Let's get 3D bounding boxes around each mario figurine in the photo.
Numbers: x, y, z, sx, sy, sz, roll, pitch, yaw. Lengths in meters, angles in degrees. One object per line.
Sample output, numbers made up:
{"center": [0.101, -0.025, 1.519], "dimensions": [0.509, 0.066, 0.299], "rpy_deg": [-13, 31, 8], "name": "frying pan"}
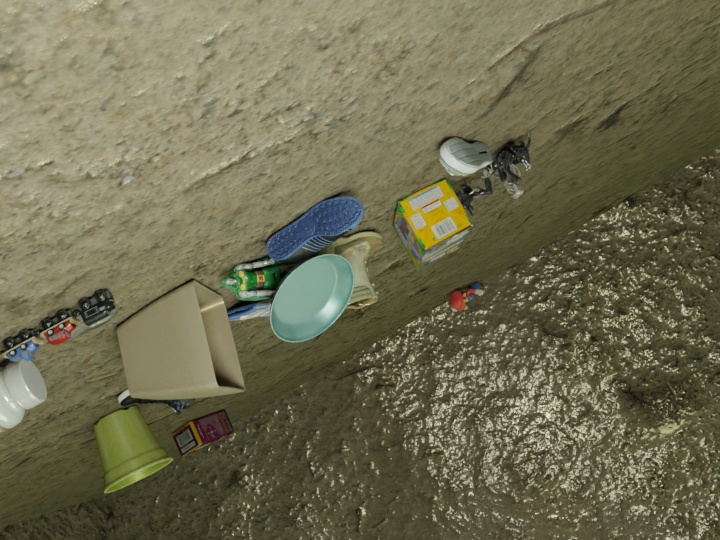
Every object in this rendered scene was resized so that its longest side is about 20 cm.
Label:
{"center": [0.472, 0.130, 3.149], "dimensions": [0.199, 0.105, 0.125], "rpy_deg": [-27, 135, -43], "name": "mario figurine"}

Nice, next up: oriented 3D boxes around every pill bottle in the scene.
{"center": [-0.635, 0.228, 1.187], "dimensions": [0.198, 0.112, 0.111], "rpy_deg": [-27, 167, -5], "name": "pill bottle"}

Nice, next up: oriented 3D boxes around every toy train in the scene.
{"center": [-0.483, 0.094, 1.141], "dimensions": [0.198, 0.046, 0.034], "rpy_deg": [-28, 167, -2], "name": "toy train"}

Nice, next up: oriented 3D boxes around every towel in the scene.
{"center": [-0.195, 0.089, 1.625], "dimensions": [0.198, 0.024, 0.146], "rpy_deg": [-2, 170, -41], "name": "towel"}

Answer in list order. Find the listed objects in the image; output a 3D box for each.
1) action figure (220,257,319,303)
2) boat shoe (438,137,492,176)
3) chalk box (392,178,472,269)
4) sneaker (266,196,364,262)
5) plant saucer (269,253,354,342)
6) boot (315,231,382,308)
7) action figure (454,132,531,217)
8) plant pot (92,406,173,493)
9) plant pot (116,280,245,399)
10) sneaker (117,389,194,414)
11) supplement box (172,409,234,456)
{"center": [-0.178, 0.015, 1.385], "dimensions": [0.198, 0.120, 0.055], "rpy_deg": [-7, 172, -32], "name": "action figure"}
{"center": [0.193, -0.205, 1.353], "dimensions": [0.062, 0.072, 0.199], "rpy_deg": [-38, 167, 28], "name": "boat shoe"}
{"center": [0.154, -0.094, 1.587], "dimensions": [0.123, 0.125, 0.200], "rpy_deg": [-27, 168, -9], "name": "chalk box"}
{"center": [-0.077, -0.075, 1.310], "dimensions": [0.198, 0.071, 0.078], "rpy_deg": [-24, 171, 15], "name": "sneaker"}
{"center": [-0.100, 0.047, 1.389], "dimensions": [0.199, 0.036, 0.202], "rpy_deg": [-26, 136, -28], "name": "plant saucer"}
{"center": [0.000, 0.000, 1.545], "dimensions": [0.199, 0.156, 0.072], "rpy_deg": [-13, 161, -48], "name": "boot"}
{"center": [0.303, -0.199, 1.520], "dimensions": [0.200, 0.102, 0.119], "rpy_deg": [-40, -178, 17], "name": "action figure"}
{"center": [-0.656, 0.493, 2.006], "dimensions": [0.199, 0.186, 0.201], "rpy_deg": [-27, 166, -7], "name": "plant pot"}
{"center": [-0.350, 0.156, 1.372], "dimensions": [0.175, 0.202, 0.200], "rpy_deg": [-17, 167, 3], "name": "plant pot"}
{"center": [-0.515, 0.333, 1.847], "dimensions": [0.198, 0.113, 0.073], "rpy_deg": [-22, 165, -25], "name": "sneaker"}
{"center": [-0.629, 0.650, 2.859], "dimensions": [0.131, 0.104, 0.199], "rpy_deg": [-37, 165, 32], "name": "supplement box"}
